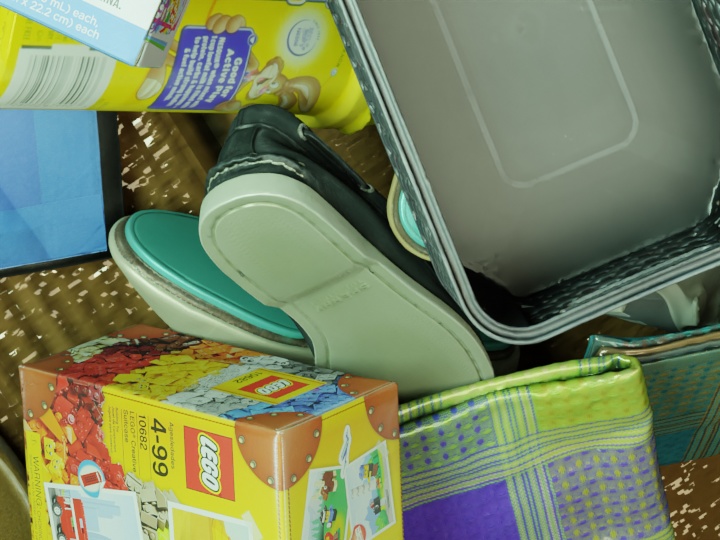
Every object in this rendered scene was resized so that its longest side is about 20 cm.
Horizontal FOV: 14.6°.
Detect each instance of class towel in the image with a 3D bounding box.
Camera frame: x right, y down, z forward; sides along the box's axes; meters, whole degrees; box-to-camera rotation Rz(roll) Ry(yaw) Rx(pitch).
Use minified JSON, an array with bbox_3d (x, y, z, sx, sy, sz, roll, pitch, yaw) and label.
[{"bbox_3d":[0.069,0.125,1.223,0.143,0.023,0.201,-14,131,-3],"label":"towel"},{"bbox_3d":[0.181,0.049,1.264,0.199,0.147,0.022,-10,67,-12],"label":"towel"}]

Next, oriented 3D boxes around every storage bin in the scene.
[{"bbox_3d":[0.066,-0.088,1.050,0.135,0.094,0.201,-22,97,-1],"label":"storage bin"}]

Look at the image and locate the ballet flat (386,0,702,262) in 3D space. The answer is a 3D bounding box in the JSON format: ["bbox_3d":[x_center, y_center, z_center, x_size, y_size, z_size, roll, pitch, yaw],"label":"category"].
[{"bbox_3d":[0.089,-0.080,1.131,0.200,0.063,0.069,-45,95,2],"label":"ballet flat"}]

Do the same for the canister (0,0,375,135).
[{"bbox_3d":[-0.071,-0.133,1.110,0.199,0.086,0.149,-1,111,-40],"label":"canister"}]

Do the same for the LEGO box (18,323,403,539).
[{"bbox_3d":[-0.059,0.136,1.165,0.077,0.148,0.201,-21,114,-46],"label":"LEGO box"}]

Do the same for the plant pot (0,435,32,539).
[{"bbox_3d":[-0.192,0.136,1.170,0.027,0.200,0.200,-15,120,39],"label":"plant pot"}]

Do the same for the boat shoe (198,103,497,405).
[{"bbox_3d":[-0.002,0.001,1.157,0.074,0.066,0.199,-23,139,26],"label":"boat shoe"}]

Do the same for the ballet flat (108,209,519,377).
[{"bbox_3d":[-0.026,0.030,1.233,0.199,0.069,0.070,16,103,-19],"label":"ballet flat"}]

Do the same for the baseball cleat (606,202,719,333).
[{"bbox_3d":[0.100,-0.016,1.222,0.200,0.106,0.070,10,97,-63],"label":"baseball cleat"}]

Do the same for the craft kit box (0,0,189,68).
[{"bbox_3d":[-0.123,-0.201,0.988,0.199,0.049,0.198,25,99,8],"label":"craft kit box"}]

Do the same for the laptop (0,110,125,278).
[{"bbox_3d":[-0.182,-0.049,1.109,0.103,0.200,0.178,5,116,17],"label":"laptop"}]
